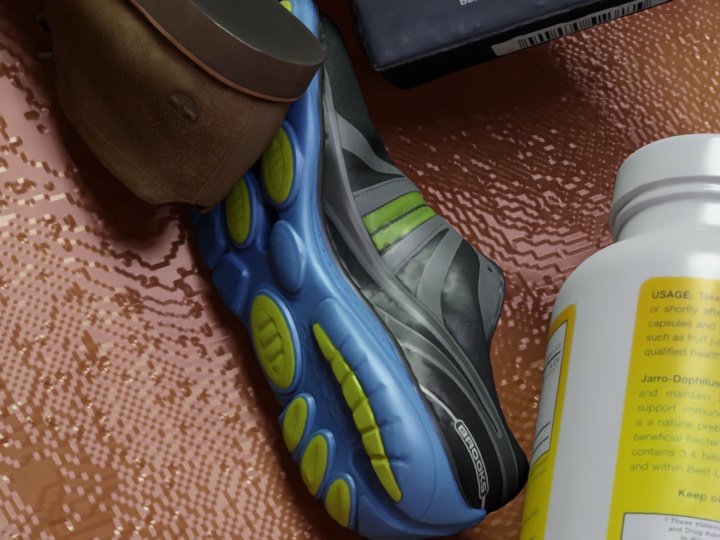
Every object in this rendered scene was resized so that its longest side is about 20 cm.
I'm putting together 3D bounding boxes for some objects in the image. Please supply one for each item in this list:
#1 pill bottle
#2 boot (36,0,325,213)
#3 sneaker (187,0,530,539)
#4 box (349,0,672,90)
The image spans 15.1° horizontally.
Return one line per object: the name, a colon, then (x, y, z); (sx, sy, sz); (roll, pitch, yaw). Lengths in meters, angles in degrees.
pill bottle: (0.107, 0.060, 0.877); (0.104, 0.104, 0.201); (19, 61, -16)
boot: (-0.095, -0.096, 0.926); (0.073, 0.076, 0.200); (5, 33, -45)
sneaker: (0.000, 0.000, 0.915); (0.082, 0.071, 0.201); (4, 55, -43)
box: (0.048, -0.181, 0.954); (0.147, 0.104, 0.201); (-16, 89, 6)
